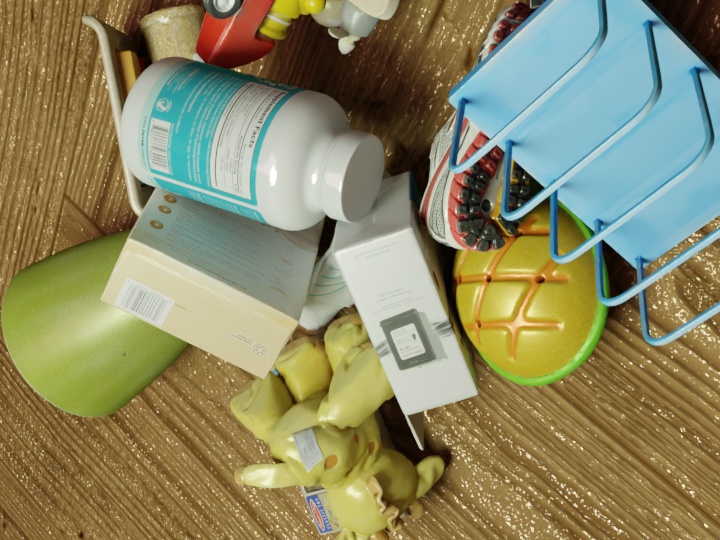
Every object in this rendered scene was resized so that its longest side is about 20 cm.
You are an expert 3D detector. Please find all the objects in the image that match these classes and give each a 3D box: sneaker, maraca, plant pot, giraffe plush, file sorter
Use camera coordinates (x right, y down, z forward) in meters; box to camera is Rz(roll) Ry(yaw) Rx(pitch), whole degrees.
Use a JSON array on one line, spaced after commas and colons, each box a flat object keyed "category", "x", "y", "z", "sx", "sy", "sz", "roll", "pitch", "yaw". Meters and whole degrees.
[{"category": "sneaker", "x": 0.000, "y": 0.000, "z": 0.934, "sx": 0.080, "sy": 0.070, "sz": 0.200, "roll": 35, "pitch": 133, "yaw": 3}, {"category": "maraca", "x": 0.124, "y": -0.006, "z": 0.805, "sx": 0.137, "sy": 0.107, "sz": 0.200, "roll": -39, "pitch": 57, "yaw": 31}, {"category": "sneaker", "x": 0.092, "y": -0.113, "z": 0.773, "sx": 0.082, "sy": 0.078, "sz": 0.201, "roll": 4, "pitch": 70, "yaw": 59}, {"category": "plant pot", "x": -0.243, "y": 0.032, "z": 1.083, "sx": 0.200, "sy": 0.187, "sz": 0.188, "roll": -30, "pitch": 84, "yaw": 29}, {"category": "giraffe plush", "x": -0.008, "y": 0.165, "z": 0.927, "sx": 0.172, "sy": 0.200, "sz": 0.162, "roll": -29, "pitch": 119, "yaw": 16}, {"category": "file sorter", "x": 0.171, "y": -0.068, "z": 0.659, "sx": 0.200, "sy": 0.123, "sz": 0.139, "roll": 38, "pitch": 125, "yaw": -17}]

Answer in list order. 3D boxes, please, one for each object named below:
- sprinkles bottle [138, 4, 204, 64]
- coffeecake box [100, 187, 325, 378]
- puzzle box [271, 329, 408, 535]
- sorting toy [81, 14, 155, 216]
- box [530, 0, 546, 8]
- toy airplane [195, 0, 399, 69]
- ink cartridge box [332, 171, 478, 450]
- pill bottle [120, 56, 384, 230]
[{"category": "sprinkles bottle", "x": -0.165, "y": -0.161, "z": 1.024, "sx": 0.068, "sy": 0.068, "sz": 0.201, "roll": -9, "pitch": 97, "yaw": 42}, {"category": "coffeecake box", "x": -0.121, "y": -0.021, "z": 0.906, "sx": 0.153, "sy": 0.200, "sz": 0.073, "roll": 27, "pitch": 122, "yaw": -10}, {"category": "puzzle box", "x": -0.031, "y": 0.166, "z": 1.042, "sx": 0.133, "sy": 0.025, "sz": 0.201, "roll": -26, "pitch": 87, "yaw": 43}, {"category": "sorting toy", "x": -0.225, "y": -0.155, "z": 1.034, "sx": 0.036, "sy": 0.185, "sz": 0.201, "roll": -14, "pitch": 99, "yaw": -2}, {"category": "box", "x": 0.201, "y": -0.274, "z": 0.687, "sx": 0.200, "sy": 0.049, "sz": 0.160, "roll": 0, "pitch": 106, "yaw": 40}, {"category": "toy airplane", "x": -0.043, "y": -0.267, "z": 0.859, "sx": 0.199, "sy": 0.141, "sz": 0.201, "roll": -11, "pitch": 60, "yaw": 32}, {"category": "ink cartridge box", "x": 0.046, "y": 0.034, "z": 0.844, "sx": 0.066, "sy": 0.116, "sz": 0.200, "roll": -18, "pitch": 116, "yaw": 11}, {"category": "pill bottle", "x": -0.084, "y": -0.098, "z": 0.811, "sx": 0.199, "sy": 0.111, "sz": 0.111, "roll": 19, "pitch": 116, "yaw": 23}]
